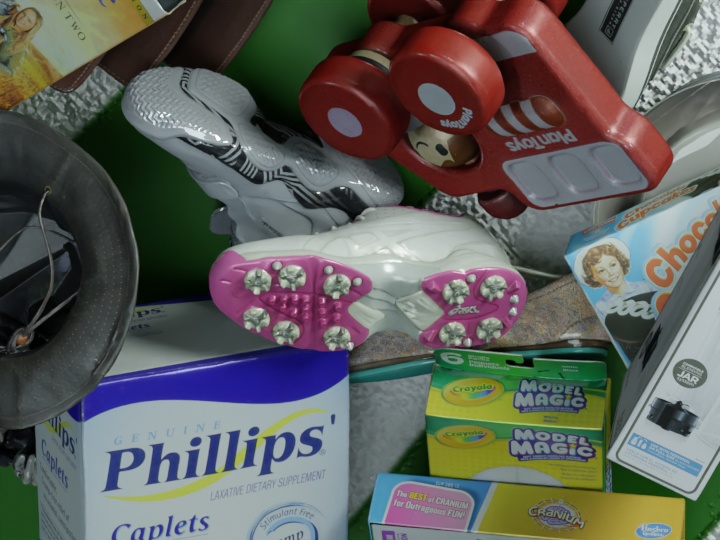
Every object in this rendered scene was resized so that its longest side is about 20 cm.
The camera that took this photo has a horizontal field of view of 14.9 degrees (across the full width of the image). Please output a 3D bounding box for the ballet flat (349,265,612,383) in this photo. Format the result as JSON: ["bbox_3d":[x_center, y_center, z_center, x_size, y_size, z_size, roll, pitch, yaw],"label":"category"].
[{"bbox_3d":[0.070,0.031,1.768,0.199,0.068,0.068,-7,82,23],"label":"ballet flat"}]

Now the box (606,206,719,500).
[{"bbox_3d":[0.218,0.020,1.599,0.060,0.117,0.200,26,115,-1],"label":"box"}]

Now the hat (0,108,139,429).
[{"bbox_3d":[-0.206,-0.003,1.688,0.200,0.081,0.202,1,91,25],"label":"hat"}]

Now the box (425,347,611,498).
[{"bbox_3d":[0.104,0.125,1.769,0.117,0.048,0.200,4,138,9],"label":"box"}]

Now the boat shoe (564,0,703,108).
[{"bbox_3d":[0.169,-0.147,1.663,0.071,0.064,0.200,55,142,23],"label":"boat shoe"}]

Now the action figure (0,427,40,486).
[{"bbox_3d":[-0.244,0.084,1.834,0.119,0.102,0.200,31,115,-16],"label":"action figure"}]

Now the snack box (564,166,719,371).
[{"bbox_3d":[0.238,-0.007,1.668,0.199,0.037,0.116,-26,106,20],"label":"snack box"}]

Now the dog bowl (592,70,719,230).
[{"bbox_3d":[0.245,-0.036,1.707,0.199,0.059,0.201,4,114,9],"label":"dog bowl"}]

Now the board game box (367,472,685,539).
[{"bbox_3d":[0.110,0.199,1.788,0.199,0.040,0.153,5,141,9],"label":"board game box"}]

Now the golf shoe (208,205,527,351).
[{"bbox_3d":[0.000,0.000,1.701,0.199,0.092,0.076,4,129,-17],"label":"golf shoe"}]

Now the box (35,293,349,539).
[{"bbox_3d":[-0.110,0.127,1.782,0.183,0.105,0.201,-9,115,-20],"label":"box"}]

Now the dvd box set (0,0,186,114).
[{"bbox_3d":[-0.216,-0.175,1.630,0.200,0.029,0.147,-25,105,36],"label":"dvd box set"}]

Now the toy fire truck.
[{"bbox_3d":[0.072,-0.097,1.658,0.200,0.112,0.168,-12,126,49],"label":"toy fire truck"}]

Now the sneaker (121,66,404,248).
[{"bbox_3d":[-0.079,-0.049,1.727,0.199,0.075,0.115,19,124,-30],"label":"sneaker"}]

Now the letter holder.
[{"bbox_3d":[-0.123,-0.196,1.651,0.142,0.101,0.200,37,128,6],"label":"letter holder"}]
